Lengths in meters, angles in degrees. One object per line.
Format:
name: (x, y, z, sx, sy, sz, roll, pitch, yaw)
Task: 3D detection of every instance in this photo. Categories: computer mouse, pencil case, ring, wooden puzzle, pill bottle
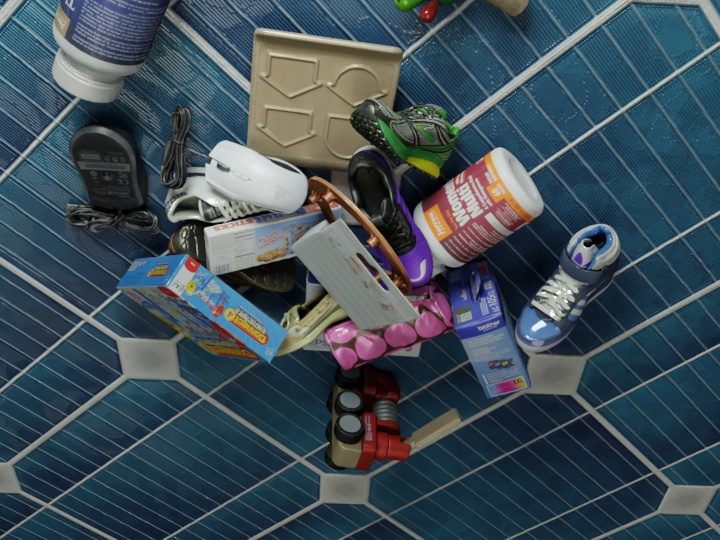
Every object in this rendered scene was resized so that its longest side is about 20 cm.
computer mouse: (-0.165, -0.133, 1.019, 0.200, 0.044, 0.110, 20, 102, -2)
pencil case: (0.039, 0.082, 1.176, 0.200, 0.091, 0.094, -25, 158, 16)
ring: (-0.005, -0.042, 1.025, 0.019, 0.200, 0.201, -41, 124, -9)
computer mouse: (-0.349, -0.135, 1.079, 0.138, 0.053, 0.200, 7, 139, -4)
wooden puzzle: (-0.051, -0.219, 1.013, 0.185, 0.046, 0.200, 7, 133, -5)
pill bottle: (0.145, -0.073, 1.086, 0.200, 0.110, 0.110, -35, 121, 24)
pill bottle: (-0.290, -0.300, 0.901, 0.111, 0.111, 0.200, 24, 125, -18)

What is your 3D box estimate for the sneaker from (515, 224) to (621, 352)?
sneaker: (0.296, 0.015, 1.121, 0.200, 0.081, 0.147, -41, 148, -13)

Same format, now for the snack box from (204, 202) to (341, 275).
snack box: (-0.122, -0.047, 1.107, 0.200, 0.024, 0.072, -15, 132, -22)

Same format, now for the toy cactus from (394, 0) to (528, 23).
toy cactus: (0.136, -0.351, 0.884, 0.165, 0.102, 0.200, 29, 115, -33)

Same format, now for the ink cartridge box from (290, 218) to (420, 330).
ink cartridge box: (0.000, 0.000, 1.027, 0.160, 0.047, 0.200, 51, 157, -8)

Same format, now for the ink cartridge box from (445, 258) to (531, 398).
ink cartridge box: (0.191, 0.079, 1.191, 0.076, 0.137, 0.200, -20, 126, 14)

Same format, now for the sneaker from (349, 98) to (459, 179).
sneaker: (0.058, -0.184, 0.987, 0.200, 0.078, 0.085, 11, 114, -59)

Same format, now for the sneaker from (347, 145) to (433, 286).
sneaker: (0.032, -0.061, 1.007, 0.069, 0.100, 0.200, -24, 100, 13)

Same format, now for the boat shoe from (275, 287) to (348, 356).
boat shoe: (-0.071, 0.058, 1.171, 0.200, 0.073, 0.063, -31, 112, 18)

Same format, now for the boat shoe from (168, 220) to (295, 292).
boat shoe: (-0.193, -0.018, 1.162, 0.200, 0.076, 0.074, 24, 153, -29)

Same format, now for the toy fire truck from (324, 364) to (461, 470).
toy fire truck: (0.051, 0.243, 1.298, 0.200, 0.176, 0.129, 11, 128, -9)

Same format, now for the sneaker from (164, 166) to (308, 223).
sneaker: (-0.171, -0.101, 1.083, 0.200, 0.081, 0.076, -7, 127, 3)

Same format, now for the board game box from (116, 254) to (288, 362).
board game box: (-0.239, 0.058, 1.157, 0.196, 0.056, 0.200, 41, 156, -27)

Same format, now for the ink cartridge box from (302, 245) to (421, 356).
ink cartridge box: (0.010, 0.052, 1.231, 0.196, 0.043, 0.200, 4, 130, -3)
